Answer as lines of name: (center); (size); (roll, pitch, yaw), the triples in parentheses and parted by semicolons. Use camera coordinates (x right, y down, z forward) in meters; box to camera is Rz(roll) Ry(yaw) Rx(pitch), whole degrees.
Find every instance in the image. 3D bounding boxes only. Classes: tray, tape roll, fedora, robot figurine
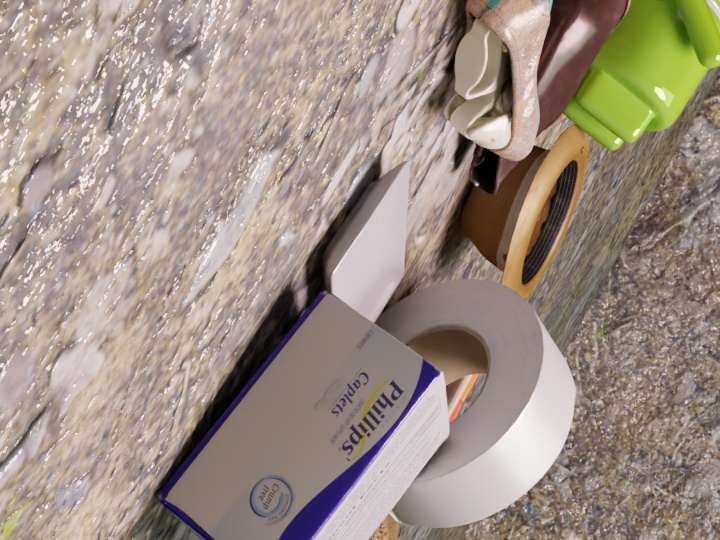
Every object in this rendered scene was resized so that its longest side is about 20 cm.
tray: (0.000, 0.000, 1.154); (0.108, 0.022, 0.201); (-55, 166, -21)
tape roll: (0.073, 0.108, 1.262); (0.204, 0.201, 0.071); (-56, 134, -20)
fedora: (0.150, -0.061, 1.475); (0.201, 0.081, 0.202); (-54, 160, -30)
robot figurine: (0.268, -0.211, 1.414); (0.201, 0.115, 0.175); (-56, -174, -11)

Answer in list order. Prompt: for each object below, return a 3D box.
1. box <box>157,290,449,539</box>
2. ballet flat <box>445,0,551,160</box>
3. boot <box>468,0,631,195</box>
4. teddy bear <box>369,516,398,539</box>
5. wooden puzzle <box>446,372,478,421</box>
box: (-0.032, 0.137, 1.092); (0.185, 0.104, 0.200); (-51, 165, -12)
ballet flat: (0.093, -0.138, 1.122); (0.067, 0.068, 0.201); (-40, 152, -24)
boot: (0.156, -0.167, 1.282); (0.167, 0.072, 0.201); (-59, 172, -26)
teddy bear: (0.006, 0.236, 1.618); (0.201, 0.066, 0.146); (85, 26, -57)
wooden puzzle: (0.054, 0.119, 1.407); (0.201, 0.037, 0.185); (-54, -165, -21)
